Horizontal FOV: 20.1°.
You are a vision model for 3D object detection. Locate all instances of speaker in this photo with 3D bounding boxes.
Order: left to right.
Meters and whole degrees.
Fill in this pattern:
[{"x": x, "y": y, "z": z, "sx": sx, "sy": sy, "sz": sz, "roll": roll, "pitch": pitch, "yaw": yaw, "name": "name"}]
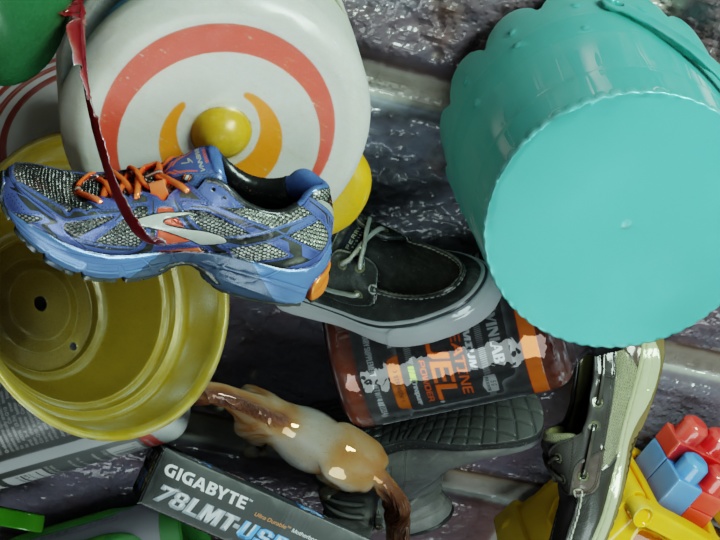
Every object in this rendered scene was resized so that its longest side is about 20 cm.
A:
[{"x": -0.220, "y": 0.242, "z": 1.605, "sx": 0.200, "sy": 0.088, "sz": 0.088, "roll": -17, "pitch": 133, "yaw": 12, "name": "speaker"}]

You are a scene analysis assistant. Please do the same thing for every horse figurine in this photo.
[{"x": -0.039, "y": 0.126, "z": 1.436, "sx": 0.200, "sy": 0.050, "sz": 0.133, "roll": 29, "pitch": 163, "yaw": 0, "name": "horse figurine"}]

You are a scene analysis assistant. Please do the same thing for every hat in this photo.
[{"x": -0.182, "y": -0.122, "z": 1.143, "sx": 0.166, "sy": 0.200, "sz": 0.176, "roll": -13, "pitch": 118, "yaw": 26, "name": "hat"}]

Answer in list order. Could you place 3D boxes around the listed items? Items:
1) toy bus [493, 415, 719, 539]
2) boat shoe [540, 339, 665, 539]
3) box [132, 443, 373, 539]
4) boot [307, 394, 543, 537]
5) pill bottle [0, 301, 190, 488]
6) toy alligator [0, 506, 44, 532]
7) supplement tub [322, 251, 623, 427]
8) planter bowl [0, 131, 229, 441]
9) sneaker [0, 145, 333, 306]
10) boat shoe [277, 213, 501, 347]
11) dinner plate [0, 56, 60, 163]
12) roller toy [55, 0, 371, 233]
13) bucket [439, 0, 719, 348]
[{"x": 0.237, "y": 0.209, "z": 1.591, "sx": 0.200, "sy": 0.136, "sz": 0.192, "roll": 31, "pitch": 109, "yaw": -32, "name": "toy bus"}, {"x": 0.163, "y": 0.130, "z": 1.487, "sx": 0.065, "sy": 0.073, "sz": 0.200, "roll": 17, "pitch": 88, "yaw": -11, "name": "boat shoe"}, {"x": -0.066, "y": 0.185, "z": 1.471, "sx": 0.198, "sy": 0.050, "sz": 0.200, "roll": 24, "pitch": 173, "yaw": -5, "name": "box"}, {"x": 0.054, "y": 0.148, "z": 1.553, "sx": 0.200, "sy": 0.070, "sz": 0.132, "roll": -5, "pitch": 137, "yaw": 17, "name": "boot"}, {"x": -0.231, "y": 0.088, "z": 1.432, "sx": 0.200, "sy": 0.116, "sz": 0.116, "roll": -16, "pitch": 133, "yaw": 11, "name": "pill bottle"}, {"x": -0.343, "y": 0.176, "z": 1.556, "sx": 0.200, "sy": 0.059, "sz": 0.054, "roll": 11, "pitch": 173, "yaw": -15, "name": "toy alligator"}, {"x": 0.080, "y": 0.041, "z": 1.416, "sx": 0.200, "sy": 0.107, "sz": 0.107, "roll": -13, "pitch": 134, "yaw": 8, "name": "supplement tub"}, {"x": -0.189, "y": 0.015, "z": 1.311, "sx": 0.200, "sy": 0.200, "sz": 0.083, "roll": 33, "pitch": 150, "yaw": -31, "name": "planter bowl"}, {"x": -0.106, "y": -0.039, "z": 1.142, "sx": 0.200, "sy": 0.075, "sz": 0.078, "roll": 7, "pitch": 122, "yaw": -20, "name": "sneaker"}, {"x": 0.000, "y": 0.000, "z": 1.345, "sx": 0.200, "sy": 0.072, "sz": 0.071, "roll": 4, "pitch": 139, "yaw": 39, "name": "boat shoe"}, {"x": -0.161, "y": -0.075, "z": 1.343, "sx": 0.200, "sy": 0.024, "sz": 0.200, "roll": -3, "pitch": 135, "yaw": -3, "name": "dinner plate"}, {"x": -0.089, "y": -0.107, "z": 1.213, "sx": 0.182, "sy": 0.140, "sz": 0.200, "roll": -8, "pitch": 123, "yaw": -5, "name": "roller toy"}, {"x": 0.154, "y": -0.060, "z": 1.272, "sx": 0.207, "sy": 0.135, "sz": 0.207, "roll": -3, "pitch": 120, "yaw": -5, "name": "bucket"}]
